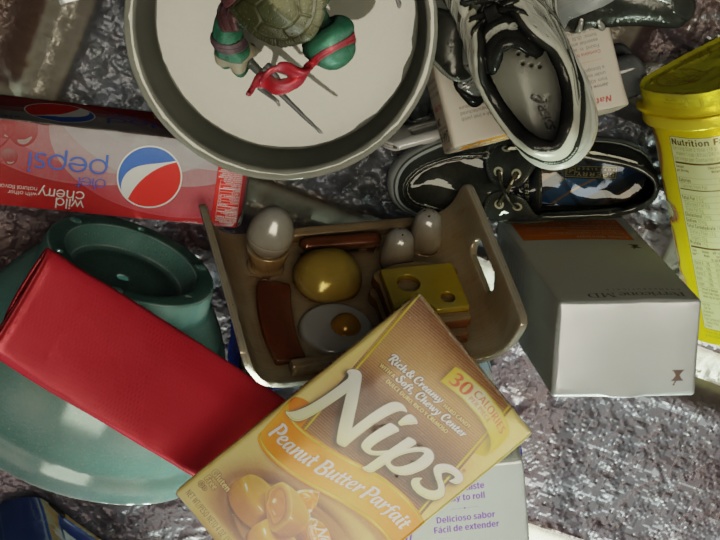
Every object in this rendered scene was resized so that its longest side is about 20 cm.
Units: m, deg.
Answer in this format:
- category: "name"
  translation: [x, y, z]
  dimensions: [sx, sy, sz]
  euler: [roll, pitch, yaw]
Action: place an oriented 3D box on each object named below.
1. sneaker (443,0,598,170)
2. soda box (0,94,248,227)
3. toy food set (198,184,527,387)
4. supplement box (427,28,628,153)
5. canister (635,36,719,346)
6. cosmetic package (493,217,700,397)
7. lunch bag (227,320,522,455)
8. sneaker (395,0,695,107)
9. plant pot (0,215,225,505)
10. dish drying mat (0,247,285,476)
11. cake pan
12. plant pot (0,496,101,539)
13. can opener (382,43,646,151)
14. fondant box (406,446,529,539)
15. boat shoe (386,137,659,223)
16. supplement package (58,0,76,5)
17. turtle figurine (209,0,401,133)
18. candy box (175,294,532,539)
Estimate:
- category: "sneaker"
  translation: [0.092, -0.158, 1.262]
  dimensions: [0.076, 0.088, 0.200]
  euler: [-28, 89, 12]
- category: "soda box"
  translation: [-0.180, -0.077, 1.427]
  dimensions: [0.200, 0.070, 0.064]
  euler: [6, 107, -11]
- category: "toy food set"
  translation: [0.000, 0.000, 1.382]
  dimensions: [0.200, 0.144, 0.060]
  euler: [-6, 136, -15]
- category: "supplement box"
  translation: [0.096, -0.192, 1.404]
  dimensions: [0.126, 0.074, 0.200]
  euler: [-13, 91, -4]
- category: "canister"
  translation: [0.284, -0.061, 1.476]
  dimensions: [0.148, 0.087, 0.200]
  euler: [-28, 115, -33]
- category: "cosmetic package"
  translation: [0.163, 0.022, 1.443]
  dimensions: [0.101, 0.200, 0.071]
  euler: [-1, 108, -9]
- category: "lunch bag"
  translation: [0.000, 0.091, 1.456]
  dimensions: [0.200, 0.170, 0.124]
  euler: [23, 108, -13]
- category: "sneaker"
  translation: [0.111, -0.157, 1.338]
  dimensions: [0.200, 0.075, 0.116]
  euler: [16, 95, 6]
- category: "plant pot"
  translation: [-0.176, 0.047, 1.389]
  dimensions: [0.200, 0.200, 0.134]
  euler: [16, 115, -13]
- category: "dish drying mat"
  translation: [-0.140, 0.069, 1.309]
  dimensions: [0.200, 0.018, 0.077]
  euler: [34, 80, -23]
- category: "cake pan"
  translation: [-0.050, -0.159, 1.304]
  dimensions: [0.200, 0.037, 0.201]
  euler: [1, 105, 3]
- category: "plant pot"
  translation: [-0.230, 0.288, 1.478]
  dimensions: [0.200, 0.200, 0.180]
  euler: [39, 92, -18]
- category: "can opener"
  translation: [0.102, -0.134, 1.460]
  dimensions: [0.200, 0.053, 0.067]
  euler: [-17, 115, -4]
- category: "fondant box"
  translation: [0.043, 0.207, 1.391]
  dimensions: [0.144, 0.058, 0.200]
  euler: [-6, 115, 0]
- category: "boat shoe"
  translation: [0.121, -0.067, 1.483]
  dimensions: [0.200, 0.057, 0.069]
  euler: [-4, 109, -8]
- category: "supplement package"
  translation: [-0.159, -0.300, 1.337]
  dimensions: [0.156, 0.111, 0.200]
  euler: [-19, 110, -2]
- category: "turtle figurine"
  translation: [-0.048, -0.187, 1.231]
  dimensions: [0.150, 0.101, 0.200]
  euler: [-34, 95, 12]
- category: "candy box"
  translation: [-0.004, 0.121, 1.297]
  dimensions: [0.200, 0.055, 0.115]
  euler: [-39, 90, -1]
